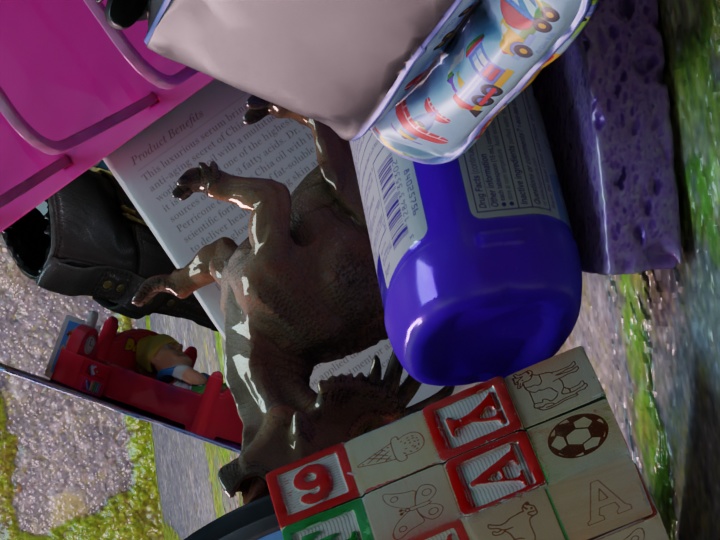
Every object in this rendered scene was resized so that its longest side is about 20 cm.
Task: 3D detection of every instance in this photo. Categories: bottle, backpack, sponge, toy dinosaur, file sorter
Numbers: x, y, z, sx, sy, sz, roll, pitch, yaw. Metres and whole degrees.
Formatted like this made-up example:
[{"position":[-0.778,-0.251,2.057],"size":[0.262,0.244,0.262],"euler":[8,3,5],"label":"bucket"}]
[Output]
[{"position":[0.026,-0.063,0.925],"size":[0.084,0.065,0.201],"euler":[103,158,-60],"label":"bottle"},{"position":[0.022,-0.160,0.829],"size":[0.183,0.134,0.201],"euler":[-50,17,57],"label":"backpack"},{"position":[0.070,-0.057,0.954],"size":[0.200,0.030,0.112],"euler":[-172,75,-80],"label":"sponge"},{"position":[0.000,0.000,1.002],"size":[0.135,0.200,0.086],"euler":[39,174,10],"label":"toy dinosaur"},{"position":[-0.129,-0.104,0.985],"size":[0.139,0.200,0.125],"euler":[55,-159,-5],"label":"file sorter"}]

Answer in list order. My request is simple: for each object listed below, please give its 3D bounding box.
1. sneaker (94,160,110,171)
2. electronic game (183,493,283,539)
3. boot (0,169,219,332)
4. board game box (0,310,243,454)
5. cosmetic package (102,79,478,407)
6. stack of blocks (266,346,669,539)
[{"position":[-0.083,-0.133,1.192],"size":[0.201,0.081,0.076],"euler":[-64,11,-18],"label":"sneaker"},{"position":[0.005,0.141,0.965],"size":[0.200,0.199,0.042],"euler":[92,170,-45],"label":"electronic game"},{"position":[-0.091,-0.024,1.215],"size":[0.069,0.174,0.200],"euler":[-62,25,16],"label":"boot"},{"position":[-0.081,0.049,1.159],"size":[0.158,0.199,0.039],"euler":[58,-129,-84],"label":"board game box"},{"position":[-0.026,-0.020,1.084],"size":[0.200,0.101,0.071],"euler":[56,-178,10],"label":"cosmetic package"},{"position":[0.058,0.135,0.906],"size":[0.059,0.115,0.200],"euler":[-110,-2,-54],"label":"stack of blocks"}]
